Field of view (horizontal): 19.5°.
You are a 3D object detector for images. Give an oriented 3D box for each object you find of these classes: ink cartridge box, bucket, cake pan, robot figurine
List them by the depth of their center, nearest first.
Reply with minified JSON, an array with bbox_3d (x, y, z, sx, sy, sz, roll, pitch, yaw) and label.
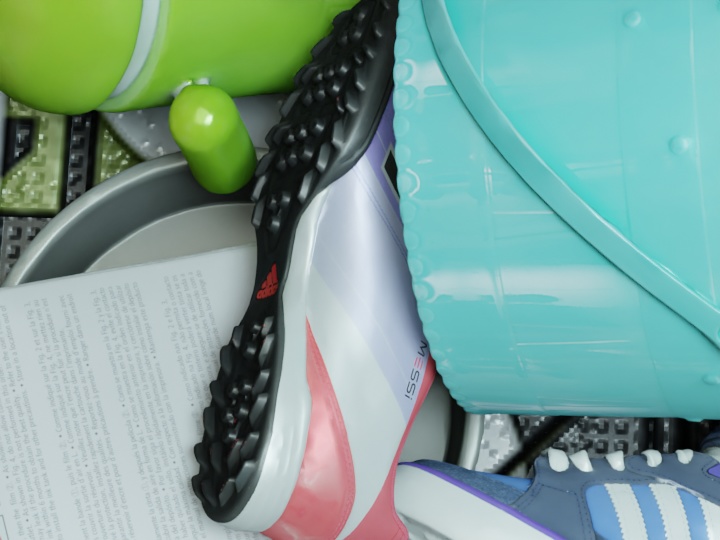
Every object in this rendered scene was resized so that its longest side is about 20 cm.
[{"bbox_3d":[-0.101,0.083,0.733,0.200,0.050,0.161,-11,71,-19],"label":"ink cartridge box"},{"bbox_3d":[0.098,-0.042,0.733,0.135,0.207,0.208,-5,78,16],"label":"bucket"},{"bbox_3d":[-0.070,-0.121,0.789,0.200,0.116,0.176,-11,73,-36],"label":"robot figurine"},{"bbox_3d":[-0.051,0.052,0.820,0.200,0.037,0.201,-1,79,4],"label":"cake pan"}]

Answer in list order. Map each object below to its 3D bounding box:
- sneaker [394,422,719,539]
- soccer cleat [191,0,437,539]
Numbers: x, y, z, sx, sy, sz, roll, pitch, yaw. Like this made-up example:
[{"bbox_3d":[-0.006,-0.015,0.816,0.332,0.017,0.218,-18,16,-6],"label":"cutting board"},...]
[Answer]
[{"bbox_3d":[0.116,0.083,0.777,0.200,0.081,0.147,27,62,6],"label":"sneaker"},{"bbox_3d":[0.000,0.000,0.734,0.073,0.068,0.200,21,72,-25],"label":"soccer cleat"}]
